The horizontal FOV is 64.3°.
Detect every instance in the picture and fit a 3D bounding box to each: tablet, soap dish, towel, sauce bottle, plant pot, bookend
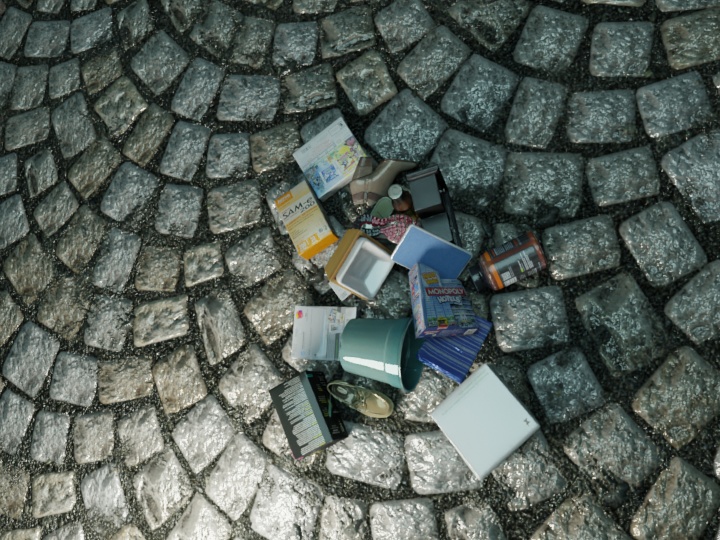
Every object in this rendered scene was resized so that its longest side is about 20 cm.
[{"bbox_3d":[0.194,-0.038,1.570,0.197,0.014,0.131,25,124,-10],"label":"tablet"},{"bbox_3d":[-0.001,-0.017,1.595,0.081,0.199,0.159,33,92,38],"label":"soap dish"},{"bbox_3d":[0.252,0.188,1.540,0.143,0.024,0.202,27,64,16],"label":"towel"},{"bbox_3d":[0.122,-0.191,1.606,0.064,0.200,0.068,-4,76,15],"label":"sauce bottle"},{"bbox_3d":[0.057,0.216,1.560,0.192,0.199,0.205,3,80,26],"label":"plant pot"},{"bbox_3d":[0.207,-0.153,1.572,0.090,0.200,0.203,-15,74,14],"label":"bookend"}]

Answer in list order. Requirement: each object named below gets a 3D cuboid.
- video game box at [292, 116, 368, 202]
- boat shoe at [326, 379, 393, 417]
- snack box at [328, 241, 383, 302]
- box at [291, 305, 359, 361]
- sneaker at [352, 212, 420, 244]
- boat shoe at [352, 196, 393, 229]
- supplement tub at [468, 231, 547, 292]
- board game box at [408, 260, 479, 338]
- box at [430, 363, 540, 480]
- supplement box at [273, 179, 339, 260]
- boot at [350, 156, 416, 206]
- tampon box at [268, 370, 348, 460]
[{"bbox_3d":[-0.088,-0.347,1.787,0.198,0.047,0.184,-34,69,8],"label":"video game box"},{"bbox_3d":[-0.003,0.360,1.607,0.196,0.065,0.074,19,85,20],"label":"boat shoe"},{"bbox_3d":[0.000,0.000,1.699,0.199,0.024,0.072,-42,71,6],"label":"snack box"},{"bbox_3d":[-0.103,0.186,1.687,0.195,0.041,0.160,0,79,17],"label":"box"},{"bbox_3d":[0.080,-0.118,1.611,0.195,0.075,0.083,11,86,15],"label":"sneaker"},{"bbox_3d":[0.033,-0.141,1.694,0.074,0.066,0.201,35,114,-1],"label":"boat shoe"},{"bbox_3d":[0.391,-0.017,1.536,0.197,0.107,0.109,-25,73,11],"label":"supplement tub"},{"bbox_3d":[0.211,0.073,1.526,0.196,0.062,0.203,-1,57,-28],"label":"board game box"},{"bbox_3d":[0.317,0.377,1.445,0.199,0.171,0.201,-42,70,5],"label":"box"},{"bbox_3d":[-0.167,-0.155,1.758,0.125,0.073,0.203,-32,71,8],"label":"supplement box"},{"bbox_3d":[0.067,-0.260,1.713,0.195,0.070,0.150,4,92,4],"label":"boot"},{"bbox_3d":[-0.143,0.401,1.598,0.124,0.150,0.203,-28,72,9],"label":"tampon box"}]
